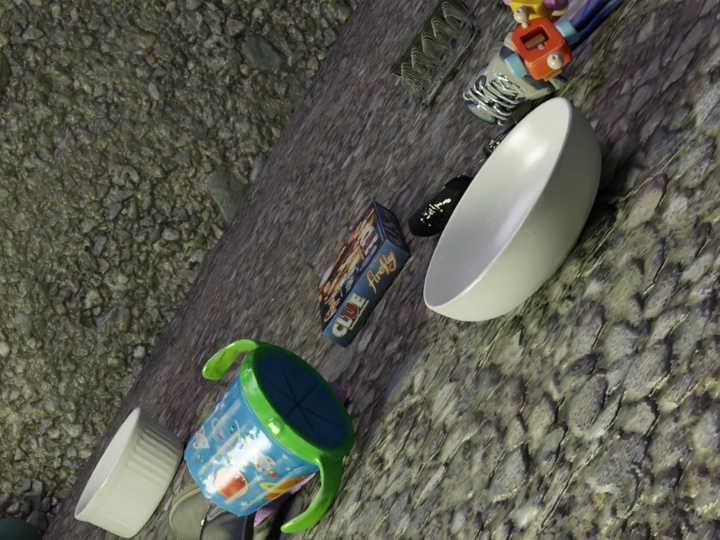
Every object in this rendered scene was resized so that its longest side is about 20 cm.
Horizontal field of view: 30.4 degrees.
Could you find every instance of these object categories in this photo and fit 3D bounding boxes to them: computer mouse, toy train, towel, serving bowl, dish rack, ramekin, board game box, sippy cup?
[{"bbox_3d":[0.121,-0.096,1.375,0.200,0.034,0.059,-44,-7,36],"label":"computer mouse"},{"bbox_3d":[0.214,-0.249,1.240,0.199,0.056,0.150,-35,39,3],"label":"toy train"},{"bbox_3d":[0.250,-0.315,1.399,0.147,0.024,0.201,-44,18,52],"label":"towel"},{"bbox_3d":[0.133,-0.039,1.073,0.201,0.066,0.200,-55,12,18],"label":"serving bowl"},{"bbox_3d":[0.109,-0.319,1.922,0.154,0.054,0.200,-55,12,18],"label":"dish rack"},{"bbox_3d":[-0.368,0.331,2.135,0.201,0.097,0.201,-55,13,18],"label":"ramekin"},{"bbox_3d":[0.000,0.000,1.604,0.136,0.034,0.200,-56,12,11],"label":"board game box"},{"bbox_3d":[-0.097,0.164,1.288,0.130,0.139,0.178,-43,23,20],"label":"sippy cup"}]

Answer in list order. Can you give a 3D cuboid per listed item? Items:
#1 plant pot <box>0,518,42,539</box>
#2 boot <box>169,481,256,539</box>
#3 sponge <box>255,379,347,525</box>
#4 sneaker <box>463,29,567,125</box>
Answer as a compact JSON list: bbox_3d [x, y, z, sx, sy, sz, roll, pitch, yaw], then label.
[{"bbox_3d":[-0.790,0.645,2.901,0.201,0.200,0.196,-56,4,10],"label":"plant pot"},{"bbox_3d":[-0.158,0.309,1.358,0.182,0.072,0.201,-49,30,45],"label":"boot"},{"bbox_3d":[-0.085,0.207,1.439,0.200,0.030,0.112,-45,19,48],"label":"sponge"},{"bbox_3d":[0.150,-0.184,1.348,0.085,0.077,0.200,-49,3,2],"label":"sneaker"}]
